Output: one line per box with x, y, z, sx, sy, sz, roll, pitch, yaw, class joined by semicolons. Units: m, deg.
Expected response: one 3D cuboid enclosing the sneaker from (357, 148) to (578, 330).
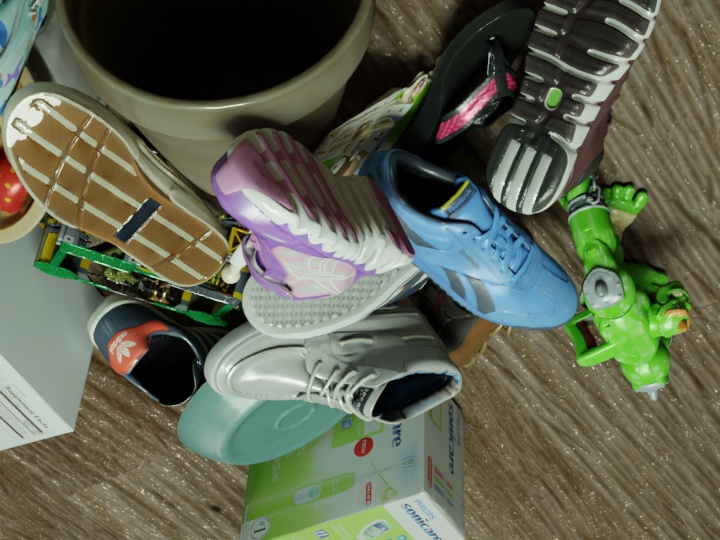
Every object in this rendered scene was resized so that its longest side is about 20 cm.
0.084;-0.021;0.903;0.199;0.066;0.078;33;155;-10;sneaker

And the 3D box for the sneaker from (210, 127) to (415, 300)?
-0.041;-0.022;0.768;0.088;0.081;0.200;-32;159;16;sneaker

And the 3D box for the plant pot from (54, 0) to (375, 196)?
-0.084;-0.140;0.820;0.198;0.202;0.174;0;151;3;plant pot

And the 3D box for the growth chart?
-0.018;-0.072;0.888;0.018;0.200;0.145;43;136;7;growth chart

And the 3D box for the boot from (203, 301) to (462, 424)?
-0.017;0.080;0.977;0.198;0.096;0.074;-11;126;-24;boot

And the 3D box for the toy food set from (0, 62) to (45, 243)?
-0.304;-0.107;0.897;0.199;0.049;0.199;-22;102;37;toy food set

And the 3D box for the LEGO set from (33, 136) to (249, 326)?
-0.159;-0.042;0.989;0.198;0.117;0.154;16;164;-8;LEGO set

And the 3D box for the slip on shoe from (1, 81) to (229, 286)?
-0.164;-0.063;0.831;0.076;0.061;0.200;-42;135;10;slip on shoe

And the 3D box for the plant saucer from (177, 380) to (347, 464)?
-0.064;0.116;1.094;0.198;0.036;0.201;-25;153;-13;plant saucer

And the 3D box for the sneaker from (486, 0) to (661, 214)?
0.159;-0.136;0.885;0.075;0.115;0.201;32;104;20;sneaker

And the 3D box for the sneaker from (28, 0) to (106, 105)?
-0.234;-0.135;0.912;0.088;0.076;0.200;31;124;-9;sneaker

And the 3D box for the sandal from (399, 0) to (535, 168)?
0.080;-0.116;0.899;0.075;0.045;0.201;-17;152;-34;sandal

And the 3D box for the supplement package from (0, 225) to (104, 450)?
-0.349;0.057;1.041;0.198;0.153;0.151;-16;133;18;supplement package

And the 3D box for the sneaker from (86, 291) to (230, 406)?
-0.148;0.090;1.078;0.199;0.085;0.075;25;106;-46;sneaker

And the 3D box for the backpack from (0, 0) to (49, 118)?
-0.275;-0.178;0.738;0.176;0.202;0.151;16;160;-12;backpack

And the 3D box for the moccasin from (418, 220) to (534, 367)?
0.100;0.028;1.043;0.077;0.074;0.202;-14;146;-29;moccasin

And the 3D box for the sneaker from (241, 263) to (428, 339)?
0.000;0.000;0.969;0.199;0.079;0.079;-26;168;-12;sneaker

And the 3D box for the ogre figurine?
0.211;0.020;0.995;0.097;0.121;0.201;-4;136;7;ogre figurine

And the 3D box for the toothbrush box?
-0.006;0.197;1.168;0.198;0.147;0.086;-20;131;23;toothbrush box
